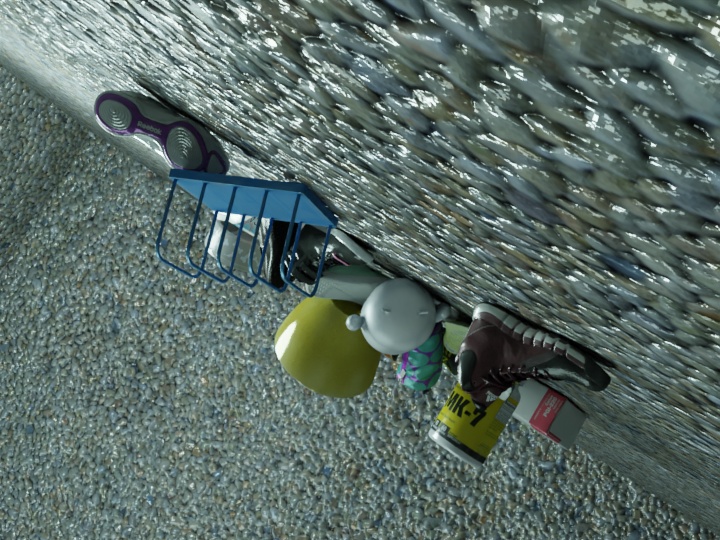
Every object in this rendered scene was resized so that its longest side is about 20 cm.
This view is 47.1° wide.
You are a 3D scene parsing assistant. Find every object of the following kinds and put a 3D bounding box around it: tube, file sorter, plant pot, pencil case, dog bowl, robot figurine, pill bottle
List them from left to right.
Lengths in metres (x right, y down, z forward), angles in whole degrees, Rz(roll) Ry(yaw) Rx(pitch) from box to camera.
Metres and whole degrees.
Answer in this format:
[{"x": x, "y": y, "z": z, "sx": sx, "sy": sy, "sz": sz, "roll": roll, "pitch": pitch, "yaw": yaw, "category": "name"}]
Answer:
[{"x": -0.153, "y": -0.046, "z": 1.111, "sx": 0.197, "sy": 0.124, "sz": 0.139, "roll": 8, "pitch": 168, "yaw": 19, "category": "file sorter"}, {"x": -0.212, "y": -0.064, "z": 1.668, "sx": 0.197, "sy": 0.059, "sz": 0.201, "roll": 15, "pitch": -155, "yaw": -7, "category": "dog bowl"}, {"x": -0.038, "y": 0.104, "z": 1.475, "sx": 0.198, "sy": 0.143, "sz": 0.201, "roll": 18, "pitch": -145, "yaw": -13, "category": "plant pot"}, {"x": 0.059, "y": 0.075, "z": 1.323, "sx": 0.167, "sy": 0.115, "sz": 0.200, "roll": -10, "pitch": 172, "yaw": -6, "category": "robot figurine"}, {"x": 0.108, "y": 0.145, "z": 1.534, "sx": 0.085, "sy": 0.092, "sz": 0.201, "roll": 49, "pitch": 159, "yaw": 33, "category": "pencil case"}, {"x": 0.172, "y": 0.107, "z": 1.388, "sx": 0.052, "sy": 0.057, "sz": 0.200, "roll": 63, "pitch": 178, "yaw": 10, "category": "tube"}, {"x": 0.219, "y": 0.243, "z": 1.498, "sx": 0.113, "sy": 0.202, "sz": 0.114, "roll": 31, "pitch": 176, "yaw": 2, "category": "pill bottle"}]

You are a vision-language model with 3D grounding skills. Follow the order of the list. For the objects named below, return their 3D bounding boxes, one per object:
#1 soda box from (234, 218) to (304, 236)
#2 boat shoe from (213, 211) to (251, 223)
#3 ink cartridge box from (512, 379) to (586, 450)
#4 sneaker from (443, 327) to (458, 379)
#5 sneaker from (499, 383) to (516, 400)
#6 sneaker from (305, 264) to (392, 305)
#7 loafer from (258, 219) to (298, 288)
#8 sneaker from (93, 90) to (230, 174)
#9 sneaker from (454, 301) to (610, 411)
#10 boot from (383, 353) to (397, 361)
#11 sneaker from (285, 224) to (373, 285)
[{"x": -0.157, "y": -0.078, "z": 1.540, "sx": 0.199, "sy": 0.069, "sz": 0.063, "roll": 29, "pitch": 176, "yaw": 34, "category": "soda box"}, {"x": -0.220, "y": -0.132, "z": 1.472, "sx": 0.199, "sy": 0.072, "sz": 0.069, "roll": 16, "pitch": 137, "yaw": 63, "category": "boat shoe"}, {"x": 0.335, "y": 0.263, "z": 1.659, "sx": 0.199, "sy": 0.085, "sz": 0.145, "roll": 27, "pitch": 173, "yaw": 38, "category": "ink cartridge box"}, {"x": 0.174, "y": 0.158, "z": 1.635, "sx": 0.084, "sy": 0.075, "sz": 0.200, "roll": 34, "pitch": 176, "yaw": -7, "category": "sneaker"}, {"x": 0.228, "y": 0.153, "z": 1.355, "sx": 0.084, "sy": 0.075, "sz": 0.200, "roll": 33, "pitch": 167, "yaw": 15, "category": "sneaker"}, {"x": 0.000, "y": 0.000, "z": 1.438, "sx": 0.198, "sy": 0.074, "sz": 0.119, "roll": 13, "pitch": -137, "yaw": -18, "category": "sneaker"}, {"x": -0.140, "y": -0.052, "z": 1.412, "sx": 0.071, "sy": 0.072, "sz": 0.202, "roll": 48, "pitch": 148, "yaw": 34, "category": "loafer"}, {"x": -0.264, "y": -0.197, "z": 1.147, "sx": 0.198, "sy": 0.075, "sz": 0.100, "roll": 31, "pitch": -160, "yaw": -3, "category": "sneaker"}, {"x": 0.186, "y": 0.123, "z": 0.953, "sx": 0.075, "sy": 0.116, "sz": 0.199, "roll": 35, "pitch": 175, "yaw": -39, "category": "sneaker"}, {"x": 0.011, "y": 0.109, "z": 1.635, "sx": 0.153, "sy": 0.078, "sz": 0.200, "roll": 14, "pitch": -160, "yaw": 1, "category": "boot"}, {"x": -0.054, "y": -0.014, "z": 1.309, "sx": 0.070, "sy": 0.100, "sz": 0.199, "roll": 37, "pitch": 173, "yaw": -33, "category": "sneaker"}]
